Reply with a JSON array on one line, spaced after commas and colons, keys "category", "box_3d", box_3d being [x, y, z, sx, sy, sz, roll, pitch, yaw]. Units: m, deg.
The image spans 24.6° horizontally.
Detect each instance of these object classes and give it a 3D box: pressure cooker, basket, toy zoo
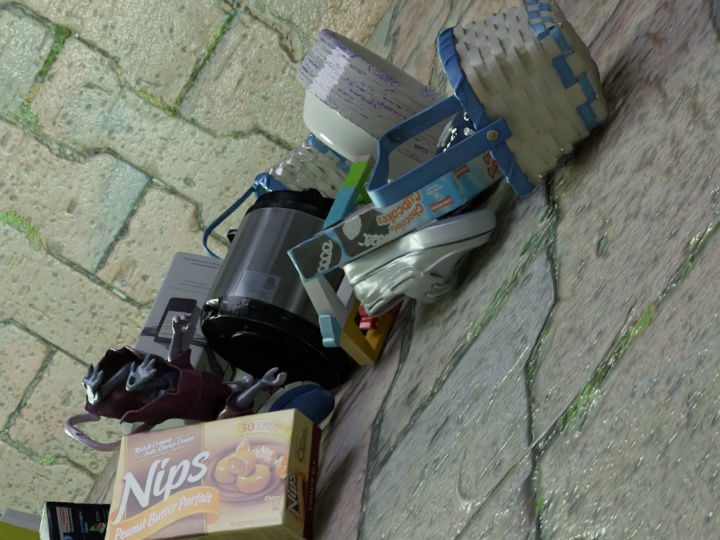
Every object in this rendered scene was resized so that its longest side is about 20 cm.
[{"category": "pressure cooker", "box_3d": [-0.060, 0.008, 1.762, 0.179, 0.175, 0.201, -39, 26, 62]}, {"category": "basket", "box_3d": [-0.065, -0.049, 1.976, 0.200, 0.176, 0.139, -47, -8, -13]}, {"category": "toy zoo", "box_3d": [0.000, 0.000, 1.642, 0.020, 0.131, 0.200, -6, 44, 33]}, {"category": "basket", "box_3d": [0.097, -0.126, 1.343, 0.199, 0.139, 0.176, -24, 19, 14]}]

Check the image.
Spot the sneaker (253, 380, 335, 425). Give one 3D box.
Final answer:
[{"category": "sneaker", "box_3d": [-0.079, 0.189, 1.651, 0.200, 0.089, 0.079, -45, -24, -42]}]

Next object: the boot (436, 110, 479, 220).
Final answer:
[{"category": "boot", "box_3d": [0.116, -0.116, 1.556, 0.200, 0.072, 0.091, 122, 166, -66]}]

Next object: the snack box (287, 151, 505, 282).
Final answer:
[{"category": "snack box", "box_3d": [0.039, -0.056, 1.510, 0.200, 0.037, 0.116, -26, 5, 36]}]

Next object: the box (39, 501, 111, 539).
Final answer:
[{"category": "box", "box_3d": [-0.219, 0.303, 1.573, 0.200, 0.158, 0.046, -113, 33, -53]}]

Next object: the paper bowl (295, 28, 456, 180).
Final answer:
[{"category": "paper bowl", "box_3d": [0.017, -0.174, 1.829, 0.105, 0.200, 0.201, -59, 9, 11]}]

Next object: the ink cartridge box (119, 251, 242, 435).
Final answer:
[{"category": "ink cartridge box", "box_3d": [-0.192, 0.105, 1.845, 0.145, 0.083, 0.201, 81, -157, -53]}]

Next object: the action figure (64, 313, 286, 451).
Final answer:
[{"category": "action figure", "box_3d": [-0.172, 0.131, 1.659, 0.200, 0.134, 0.149, 19, -80, -54]}]

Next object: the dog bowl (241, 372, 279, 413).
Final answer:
[{"category": "dog bowl", "box_3d": [-0.128, 0.172, 1.959, 0.201, 0.074, 0.200, -59, 9, 14]}]

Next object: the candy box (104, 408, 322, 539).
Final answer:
[{"category": "candy box", "box_3d": [-0.137, 0.202, 1.531, 0.199, 0.055, 0.116, -12, 56, 27]}]

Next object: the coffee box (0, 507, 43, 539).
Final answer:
[{"category": "coffee box", "box_3d": [-0.319, 0.405, 1.723, 0.198, 0.199, 0.200, -72, -4, -55]}]

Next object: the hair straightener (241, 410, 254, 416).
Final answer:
[{"category": "hair straightener", "box_3d": [-0.173, 0.210, 1.679, 0.077, 0.041, 0.200, -15, 23, 29]}]

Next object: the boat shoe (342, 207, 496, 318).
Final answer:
[{"category": "boat shoe", "box_3d": [0.061, -0.004, 1.482, 0.073, 0.066, 0.200, -21, -2, -33]}]
